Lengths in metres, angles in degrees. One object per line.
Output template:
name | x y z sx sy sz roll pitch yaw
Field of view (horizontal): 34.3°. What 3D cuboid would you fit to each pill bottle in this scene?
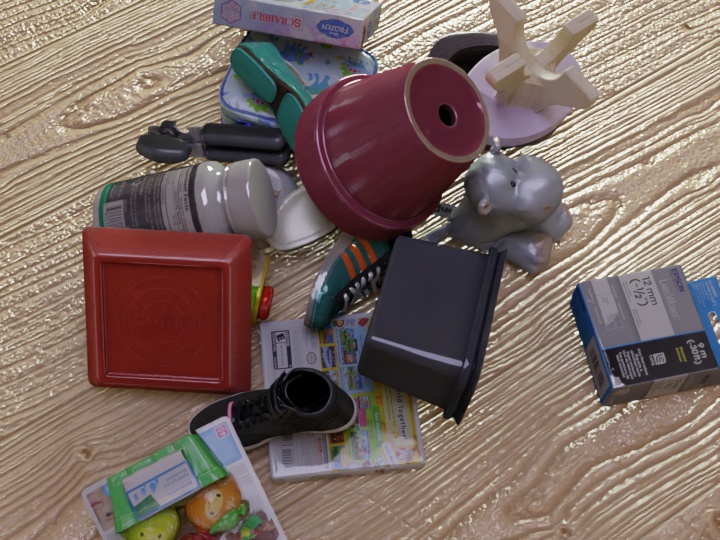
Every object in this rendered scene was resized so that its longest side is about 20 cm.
pill bottle | -0.207 -0.067 1.392 0.198 0.113 0.114 -10 61 14

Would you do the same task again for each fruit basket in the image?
fruit basket | -0.184 0.288 1.272 0.184 0.094 0.201 -26 74 -4

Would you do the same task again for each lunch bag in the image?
lunch bag | -0.084 -0.233 1.564 0.198 0.083 0.162 15 61 7

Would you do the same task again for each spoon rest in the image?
spoon rest | -0.174 -0.097 1.511 0.198 0.061 0.100 1 59 -16

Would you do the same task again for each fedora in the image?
fedora | 0.170 -0.225 1.558 0.198 0.090 0.179 0 64 -15

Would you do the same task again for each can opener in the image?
can opener | -0.190 -0.158 1.519 0.198 0.053 0.067 3 50 11

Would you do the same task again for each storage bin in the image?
storage bin | 0.080 0.062 1.367 0.133 0.146 0.201 17 55 2

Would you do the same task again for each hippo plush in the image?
hippo plush | 0.176 -0.104 1.455 0.198 0.161 0.161 10 62 4

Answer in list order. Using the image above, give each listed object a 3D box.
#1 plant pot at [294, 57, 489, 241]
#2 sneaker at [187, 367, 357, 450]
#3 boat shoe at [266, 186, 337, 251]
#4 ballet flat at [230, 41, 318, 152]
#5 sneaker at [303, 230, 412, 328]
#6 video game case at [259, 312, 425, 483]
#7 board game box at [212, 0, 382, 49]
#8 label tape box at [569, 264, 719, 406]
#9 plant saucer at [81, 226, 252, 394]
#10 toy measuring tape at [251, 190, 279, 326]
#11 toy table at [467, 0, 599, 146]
plant pot | 0.049 -0.156 1.381 0.198 0.178 0.202 14 65 -32
sneaker | -0.108 0.152 1.321 0.198 0.099 0.071 -8 63 5
boat shoe | -0.037 -0.088 1.498 0.201 0.060 0.072 -39 78 -12
ballet flat | -0.085 -0.219 1.481 0.070 0.068 0.201 -25 68 -36
sneaker | 0.000 0.000 1.440 0.079 0.072 0.201 26 56 9
video game case | -0.025 0.147 1.395 0.180 0.023 0.202 -5 61 -4
board game box | -0.080 -0.349 1.582 0.197 0.042 0.200 11 20 5
label tape box | 0.371 0.072 1.420 0.198 0.066 0.145 -11 62 -5
plant saucer | -0.226 0.055 1.353 0.197 0.202 0.037 3 19 2
toy measuring tape | -0.134 0.000 1.437 0.073 0.074 0.202 9 66 4
toy table | 0.214 -0.252 1.464 0.183 0.117 0.200 40 61 8
